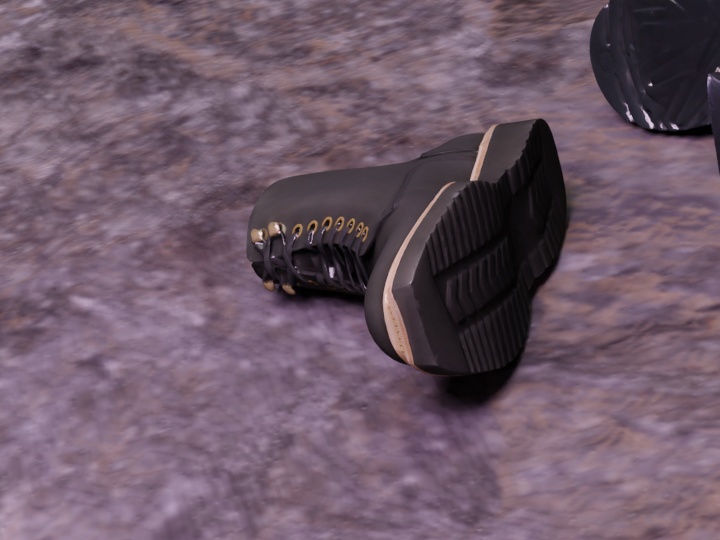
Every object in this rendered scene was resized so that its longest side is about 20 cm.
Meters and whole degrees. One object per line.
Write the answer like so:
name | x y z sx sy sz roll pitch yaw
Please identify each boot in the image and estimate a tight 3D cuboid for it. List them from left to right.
boot | 0.000 0.000 1.104 0.138 0.078 0.200 -8 13 20
boot | 0.229 -0.126 1.230 0.168 0.077 0.200 -12 -7 -45

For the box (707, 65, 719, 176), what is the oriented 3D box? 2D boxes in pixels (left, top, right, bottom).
box | 0.268 -0.055 1.055 0.199 0.086 0.164 -23 29 -18
